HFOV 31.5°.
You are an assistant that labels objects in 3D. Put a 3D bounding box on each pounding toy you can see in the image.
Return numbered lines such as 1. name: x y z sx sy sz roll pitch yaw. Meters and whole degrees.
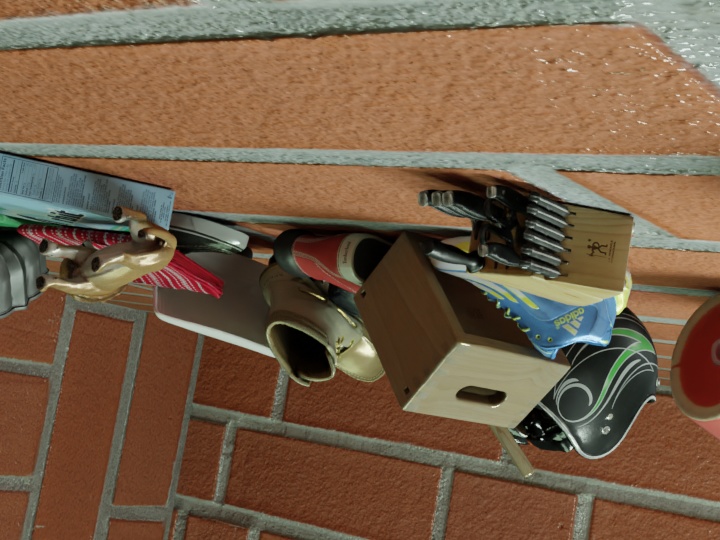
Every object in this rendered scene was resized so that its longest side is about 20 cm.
1. pounding toy: 0.112 0.091 1.324 0.200 0.142 0.184 14 -143 -36

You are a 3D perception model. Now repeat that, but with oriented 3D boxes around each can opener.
1. can opener: -0.197 -0.013 1.747 0.066 0.053 0.200 -27 -165 -29

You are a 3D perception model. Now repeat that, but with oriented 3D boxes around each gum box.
1. gum box: -0.309 -0.074 1.325 0.200 0.045 0.170 12 173 -20

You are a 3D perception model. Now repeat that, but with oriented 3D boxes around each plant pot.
1. plant pot: 0.432 0.114 1.316 0.177 0.201 0.200 23 169 -22

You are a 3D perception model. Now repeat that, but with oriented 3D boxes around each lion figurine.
1. lion figurine: -0.241 -0.011 1.276 0.200 0.073 0.122 -9 167 38

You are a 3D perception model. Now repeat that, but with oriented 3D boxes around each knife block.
1. knife block: 0.124 -0.022 1.043 0.175 0.064 0.200 10 174 -2

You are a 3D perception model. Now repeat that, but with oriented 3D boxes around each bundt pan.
1. bundt pan: -0.470 -0.029 1.516 0.201 0.076 0.202 9 -145 -7

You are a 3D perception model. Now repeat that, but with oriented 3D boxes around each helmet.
1. helmet: 0.248 0.112 1.491 0.200 0.191 0.200 36 158 17

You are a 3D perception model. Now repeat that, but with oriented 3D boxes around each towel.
1. towel: -0.264 -0.012 1.420 0.200 0.023 0.145 6 162 29

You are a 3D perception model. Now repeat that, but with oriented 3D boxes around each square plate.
1. square plate: -0.171 0.032 1.561 0.198 0.028 0.200 21 -154 -25

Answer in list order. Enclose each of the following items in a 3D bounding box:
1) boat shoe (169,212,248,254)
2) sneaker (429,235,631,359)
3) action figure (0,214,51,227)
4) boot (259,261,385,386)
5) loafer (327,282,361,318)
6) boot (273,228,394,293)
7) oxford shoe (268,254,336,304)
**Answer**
1. boat shoe: -0.230 -0.034 1.480 0.199 0.064 0.071 9 173 7
2. sneaker: 0.160 0.028 1.244 0.199 0.105 0.076 8 174 8
3. action figure: -0.413 -0.073 1.465 0.200 0.055 0.118 5 175 -28
4. boot: -0.038 0.090 1.490 0.200 0.072 0.155 43 -165 -22
5. loafer: 0.058 0.044 1.511 0.200 0.068 0.070 20 154 -8
6. boot: 0.000 0.000 1.434 0.144 0.073 0.200 6 167 42
7. oxford shoe: -0.022 0.013 1.562 0.199 0.073 0.084 5 165 16
